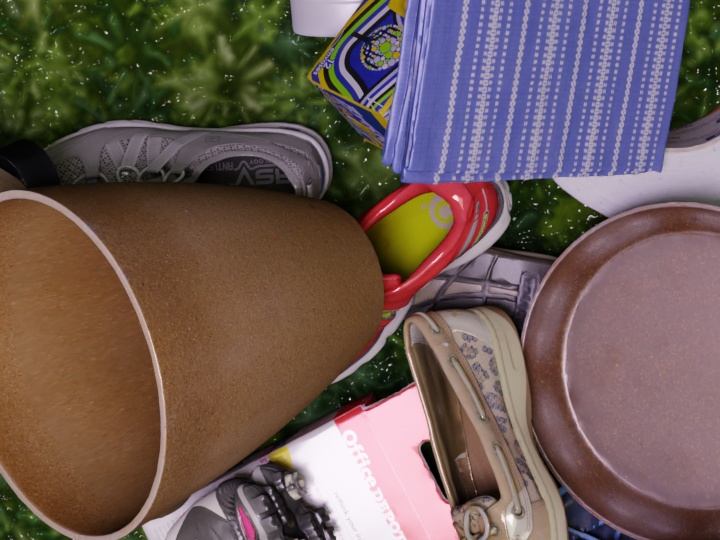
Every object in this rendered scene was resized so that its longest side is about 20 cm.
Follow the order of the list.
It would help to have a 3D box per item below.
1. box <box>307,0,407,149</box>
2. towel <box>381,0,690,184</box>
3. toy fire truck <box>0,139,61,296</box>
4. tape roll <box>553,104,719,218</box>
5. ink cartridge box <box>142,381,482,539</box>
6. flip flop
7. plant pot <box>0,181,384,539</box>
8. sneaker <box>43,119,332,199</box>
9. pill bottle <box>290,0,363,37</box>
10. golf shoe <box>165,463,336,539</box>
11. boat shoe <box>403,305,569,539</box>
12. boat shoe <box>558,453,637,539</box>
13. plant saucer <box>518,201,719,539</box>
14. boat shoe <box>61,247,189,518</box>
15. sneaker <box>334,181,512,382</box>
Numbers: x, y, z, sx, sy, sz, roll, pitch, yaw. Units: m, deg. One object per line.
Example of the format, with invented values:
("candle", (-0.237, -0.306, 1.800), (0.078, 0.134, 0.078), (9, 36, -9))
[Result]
("box", (0.063, -0.158, 1.063), (0.200, 0.064, 0.070), (-55, 140, -7))
("towel", (0.100, -0.120, 1.049), (0.200, 0.024, 0.145), (-3, 107, -38))
("toy fire truck", (-0.270, 0.009, 1.139), (0.176, 0.129, 0.200), (30, 135, 33))
("tape roll", (0.184, -0.127, 1.145), (0.200, 0.066, 0.201), (0, 105, 0))
("ink cartridge box", (-0.020, 0.156, 1.205), (0.200, 0.067, 0.116), (-27, 91, 7))
("flip flop", (0.117, 0.029, 1.192), (0.200, 0.058, 0.081), (16, 99, 13))
("plant pot", (-0.088, 0.029, 1.052), (0.200, 0.186, 0.187), (-17, 109, -41))
("sneaker", (-0.117, -0.052, 1.155), (0.199, 0.082, 0.075), (-10, 104, 3))
("pill bottle", (-0.006, -0.237, 1.094), (0.112, 0.112, 0.201), (-3, 104, 1))
("golf shoe", (-0.038, 0.216, 1.151), (0.088, 0.077, 0.200), (-28, 88, 24))
("boat shoe", (0.068, 0.119, 1.124), (0.063, 0.073, 0.200), (-1, 68, -32))
("boat shoe", (0.160, 0.147, 1.181), (0.200, 0.084, 0.069), (-39, 76, -3))
("plant saucer", (0.189, 0.060, 1.114), (0.200, 0.034, 0.201), (3, 98, 24))
("boat shoe", (-0.148, 0.052, 1.154), (0.072, 0.066, 0.201), (-21, 115, -26))
("sneaker", (0.000, 0.000, 1.152), (0.200, 0.085, 0.077), (-45, 79, 22))
